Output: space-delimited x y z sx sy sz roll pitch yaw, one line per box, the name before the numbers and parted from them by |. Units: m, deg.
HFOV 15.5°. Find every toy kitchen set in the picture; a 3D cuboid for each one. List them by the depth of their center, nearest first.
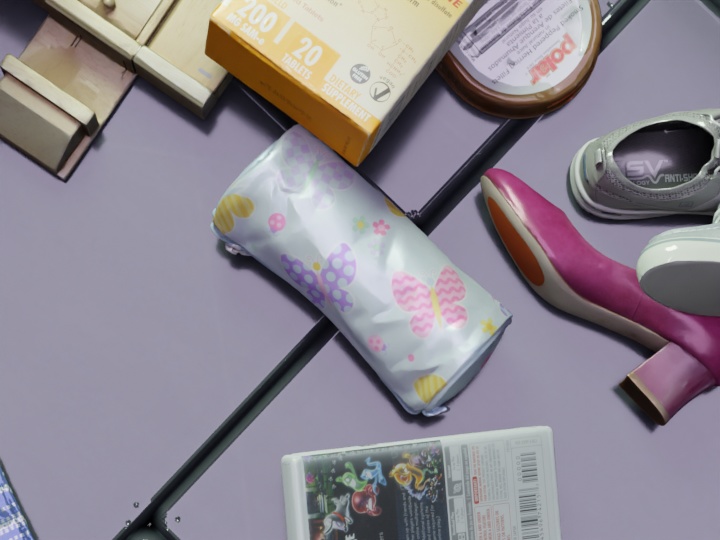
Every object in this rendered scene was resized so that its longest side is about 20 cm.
toy kitchen set | -0.183 -0.161 1.640 0.199 0.180 0.164 34 84 3

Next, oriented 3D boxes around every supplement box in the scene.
supplement box | 0.011 -0.185 1.651 0.126 0.074 0.200 36 75 3

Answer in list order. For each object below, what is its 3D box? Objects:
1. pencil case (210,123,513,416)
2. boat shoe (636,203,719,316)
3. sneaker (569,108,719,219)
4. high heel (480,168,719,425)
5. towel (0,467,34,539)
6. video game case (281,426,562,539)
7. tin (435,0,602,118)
pencil case | 0.000 0.000 1.669 0.200 0.083 0.091 41 76 4
boat shoe | 0.252 -0.015 1.661 0.200 0.070 0.072 3 63 -30
sneaker | 0.236 -0.068 1.683 0.199 0.082 0.075 -11 82 -2
high heel | 0.165 -0.004 1.688 0.096 0.067 0.200 -39 91 -13
towel | -0.278 0.181 1.674 0.144 0.024 0.201 -26 82 -2
video game case | 0.044 0.203 1.620 0.181 0.023 0.202 -5 90 -26
tin | 0.073 -0.190 1.721 0.112 0.042 0.200 -41 85 -2
